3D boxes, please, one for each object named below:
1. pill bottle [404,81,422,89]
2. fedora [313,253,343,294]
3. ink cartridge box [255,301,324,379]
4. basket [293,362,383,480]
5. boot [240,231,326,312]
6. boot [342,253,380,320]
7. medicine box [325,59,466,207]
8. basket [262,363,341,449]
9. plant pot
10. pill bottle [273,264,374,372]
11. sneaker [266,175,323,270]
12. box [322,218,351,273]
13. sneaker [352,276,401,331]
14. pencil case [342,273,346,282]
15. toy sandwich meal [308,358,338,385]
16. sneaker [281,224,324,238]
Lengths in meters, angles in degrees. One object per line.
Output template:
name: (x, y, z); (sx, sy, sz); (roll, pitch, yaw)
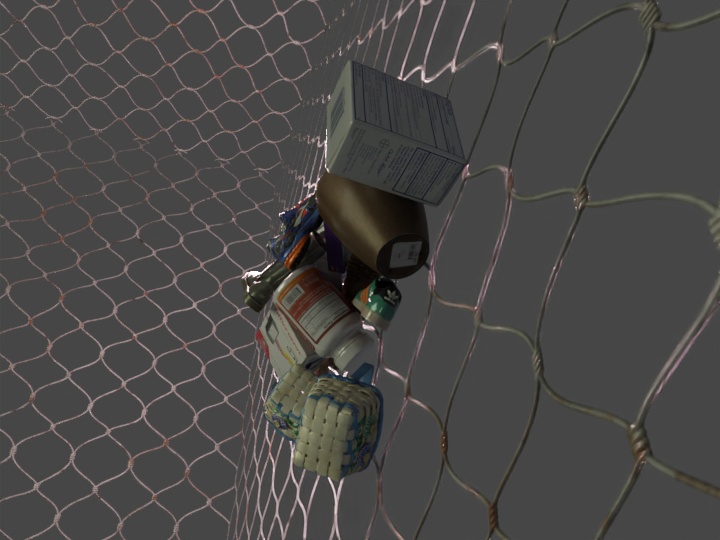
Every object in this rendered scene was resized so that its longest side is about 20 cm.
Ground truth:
pill bottle: (0.063, -0.310, 1.206); (0.200, 0.111, 0.113); (-127, 50, -71)
fedora: (-0.085, 0.022, 1.405); (0.201, 0.090, 0.178); (-107, 9, -48)
ink cartridge box: (-0.144, 0.149, 1.341); (0.148, 0.085, 0.200); (58, 149, 16)
basket: (-0.030, 0.267, 1.073); (0.200, 0.138, 0.178); (-29, -49, -73)
boot: (-0.164, -0.013, 1.310); (0.200, 0.072, 0.182); (-48, 24, 5)
boot: (0.000, 0.000, 1.290); (0.107, 0.074, 0.201); (-94, 19, -59)
medicine box: (0.053, -0.221, 0.994); (0.183, 0.199, 0.103); (-92, 26, -44)
basket: (-0.114, 0.281, 1.248); (0.139, 0.176, 0.200); (-55, -12, -22)
plant pot: (0.039, -0.084, 1.046); (0.200, 0.186, 0.188); (63, 141, 46)
pill bottle: (-0.068, 0.095, 1.194); (0.112, 0.200, 0.112); (-40, -14, -12)
sneaker: (-0.117, -0.104, 1.200); (0.201, 0.078, 0.075); (-62, -3, -15)
box: (-0.035, -0.110, 1.238); (0.201, 0.039, 0.137); (88, -162, -48)
sneaker: (0.038, 0.052, 1.128); (0.080, 0.071, 0.200); (-58, 10, 2)
pencil case: (-0.061, -0.019, 1.519); (0.085, 0.084, 0.201); (-38, -17, -45)
toy sandwich meal: (-0.082, 0.197, 1.462); (0.205, 0.070, 0.207); (-179, 90, -72)
sneaker: (-0.098, -0.121, 1.481); (0.081, 0.199, 0.076); (60, -179, 16)
